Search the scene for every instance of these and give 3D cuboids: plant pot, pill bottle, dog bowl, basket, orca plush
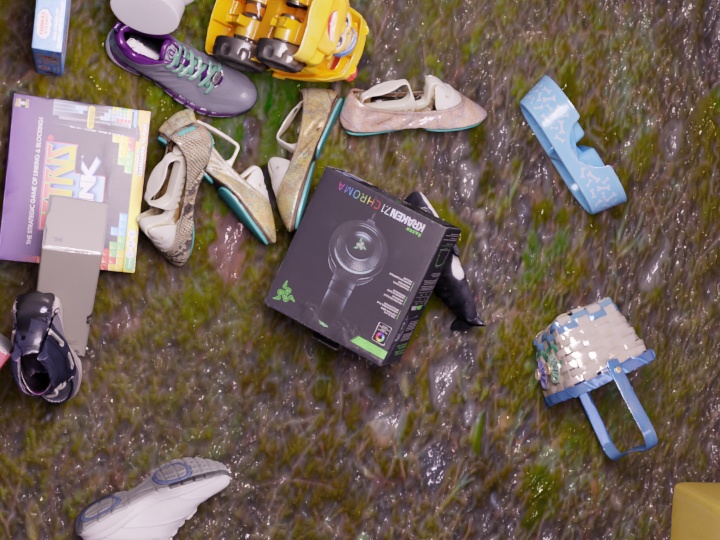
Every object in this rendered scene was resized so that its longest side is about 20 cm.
[{"bbox_3d":[0.552,0.403,1.613,0.194,0.200,0.196,3,91,-13],"label":"plant pot"},{"bbox_3d":[-0.230,-0.384,1.410,0.112,0.112,0.201,19,64,-14],"label":"pill bottle"},{"bbox_3d":[0.278,-0.162,1.579,0.049,0.112,0.201,-33,100,3],"label":"dog bowl"},{"bbox_3d":[0.313,0.149,1.564,0.138,0.176,0.201,-27,79,-13],"label":"basket"},{"bbox_3d":[0.087,0.001,1.541,0.071,0.105,0.201,-30,122,-13],"label":"orca plush"}]

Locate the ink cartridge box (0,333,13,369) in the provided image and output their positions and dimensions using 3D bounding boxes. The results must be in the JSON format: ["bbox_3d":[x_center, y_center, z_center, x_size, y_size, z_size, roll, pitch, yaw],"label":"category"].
[{"bbox_3d":[-0.494,0.147,1.372,0.084,0.144,0.200,38,82,-10],"label":"ink cartridge box"}]

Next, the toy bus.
[{"bbox_3d":[-0.061,-0.285,1.448,0.191,0.199,0.137,24,84,-40],"label":"toy bus"}]

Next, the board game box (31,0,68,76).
[{"bbox_3d":[-0.351,-0.312,1.367,0.036,0.200,0.152,5,90,-13],"label":"board game box"}]

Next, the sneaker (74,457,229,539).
[{"bbox_3d":[-0.252,0.300,1.484,0.199,0.075,0.088,-25,109,-5],"label":"sneaker"}]

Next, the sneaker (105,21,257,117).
[{"bbox_3d":[-0.217,-0.245,1.460,0.199,0.087,0.075,21,86,-13],"label":"sneaker"}]

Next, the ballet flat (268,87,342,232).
[{"bbox_3d":[-0.080,-0.143,1.495,0.070,0.071,0.201,23,69,-14],"label":"ballet flat"}]

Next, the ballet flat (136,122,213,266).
[{"bbox_3d":[-0.230,-0.085,1.428,0.075,0.068,0.201,-24,142,-47],"label":"ballet flat"}]

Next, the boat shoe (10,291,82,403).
[{"bbox_3d":[-0.368,0.119,1.374,0.074,0.201,0.093,-2,51,-2],"label":"boat shoe"}]

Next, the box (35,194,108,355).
[{"bbox_3d":[-0.339,0.009,1.379,0.068,0.200,0.083,8,51,-14],"label":"box"}]

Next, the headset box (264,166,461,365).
[{"bbox_3d":[0.000,0.000,1.469,0.173,0.093,0.201,28,98,15],"label":"headset box"}]

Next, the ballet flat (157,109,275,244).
[{"bbox_3d":[-0.163,-0.121,1.481,0.200,0.071,0.071,45,81,-9],"label":"ballet flat"}]

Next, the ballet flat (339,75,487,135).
[{"bbox_3d":[0.072,-0.215,1.537,0.199,0.068,0.068,-8,127,-14],"label":"ballet flat"}]

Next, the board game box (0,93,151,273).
[{"bbox_3d":[-0.347,-0.104,1.448,0.164,0.057,0.202,5,90,-15],"label":"board game box"}]
